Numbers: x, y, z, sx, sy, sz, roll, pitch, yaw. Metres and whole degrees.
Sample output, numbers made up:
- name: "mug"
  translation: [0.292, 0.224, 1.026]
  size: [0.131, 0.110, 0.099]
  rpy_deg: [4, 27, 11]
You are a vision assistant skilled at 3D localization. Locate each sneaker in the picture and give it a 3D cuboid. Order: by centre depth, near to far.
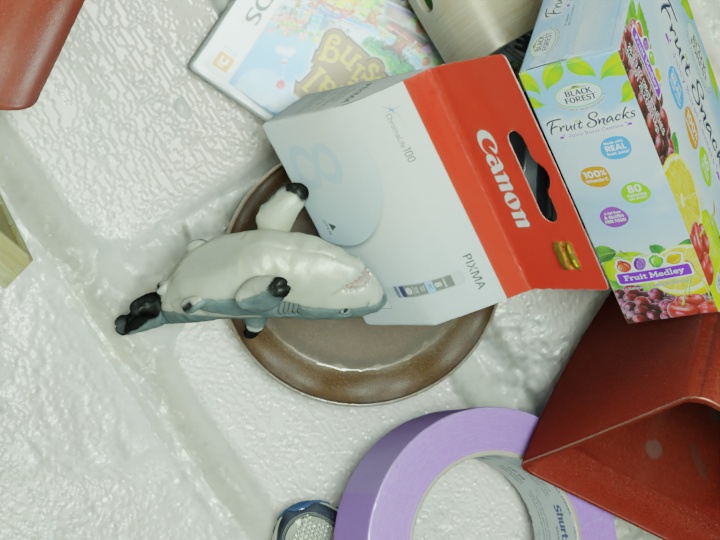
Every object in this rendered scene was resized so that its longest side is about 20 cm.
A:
- name: "sneaker"
  translation: [-0.008, 0.265, 1.010]
  size: [0.077, 0.085, 0.201]
  rpy_deg: [-20, 103, -5]

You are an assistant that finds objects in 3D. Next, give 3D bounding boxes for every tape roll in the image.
- name: "tape roll"
  translation: [0.084, 0.200, 0.988]
  size: [0.199, 0.066, 0.201]
  rpy_deg: [3, 82, -22]

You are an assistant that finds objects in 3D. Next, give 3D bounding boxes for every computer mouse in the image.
- name: "computer mouse"
  translation: [0.114, -0.070, 0.929]
  size: [0.053, 0.200, 0.139]
  rpy_deg: [4, 103, 19]

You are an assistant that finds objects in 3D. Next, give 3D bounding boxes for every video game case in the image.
- name: "video game case"
  translation: [0.011, -0.160, 0.966]
  size: [0.200, 0.022, 0.182]
  rpy_deg: [34, 94, -14]

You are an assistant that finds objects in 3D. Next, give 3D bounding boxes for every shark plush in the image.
- name: "shark plush"
  translation: [-0.086, 0.026, 0.920]
  size: [0.200, 0.091, 0.083]
  rpy_deg: [-25, 134, 21]

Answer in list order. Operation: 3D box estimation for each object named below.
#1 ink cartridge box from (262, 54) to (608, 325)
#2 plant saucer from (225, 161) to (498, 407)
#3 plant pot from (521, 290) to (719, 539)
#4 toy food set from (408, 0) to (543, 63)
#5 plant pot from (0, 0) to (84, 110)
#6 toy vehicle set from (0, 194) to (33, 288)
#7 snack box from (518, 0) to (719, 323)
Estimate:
- name: "ink cartridge box"
  translation: [0.042, -0.042, 0.856]
  size: [0.047, 0.200, 0.160]
  rpy_deg: [-38, 111, -31]
- name: "plant saucer"
  translation: [0.000, 0.000, 0.977]
  size: [0.199, 0.032, 0.201]
  rpy_deg: [-1, 108, -4]
- name: "plant pot"
  translation: [0.260, 0.076, 0.953]
  size: [0.199, 0.200, 0.177]
  rpy_deg: [27, 61, -16]
- name: "toy food set"
  translation: [0.114, -0.240, 0.940]
  size: [0.200, 0.060, 0.144]
  rpy_deg: [-31, 88, -11]
- name: "plant pot"
  translation: [-0.237, -0.215, 0.837]
  size: [0.200, 0.201, 0.196]
  rpy_deg: [21, 105, -13]
- name: "toy vehicle set"
  translation: [-0.292, -0.081, 0.845]
  size: [0.027, 0.124, 0.200]
  rpy_deg: [-44, 125, 0]
- name: "snack box"
  translation: [0.176, -0.097, 0.862]
  size: [0.067, 0.169, 0.200]
  rpy_deg: [-9, 127, 28]
